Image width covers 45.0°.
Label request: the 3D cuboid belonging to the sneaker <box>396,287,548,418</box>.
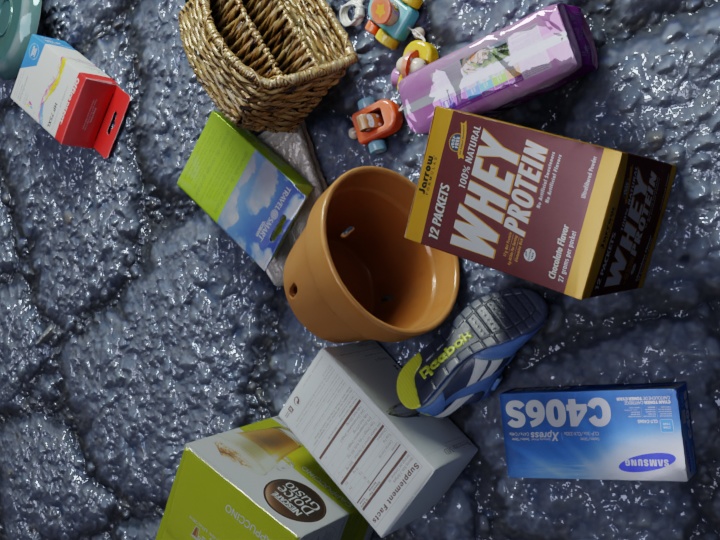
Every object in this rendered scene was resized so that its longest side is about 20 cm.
[{"bbox_3d":[0.135,0.098,1.002,0.199,0.082,0.074,-38,43,11],"label":"sneaker"}]

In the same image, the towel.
[{"bbox_3d":[-0.100,-0.096,1.169,0.132,0.034,0.203,-29,76,32],"label":"towel"}]

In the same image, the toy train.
[{"bbox_3d":[0.023,-0.255,1.068,0.148,0.055,0.204,-15,84,33],"label":"toy train"}]

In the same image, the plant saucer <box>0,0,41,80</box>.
[{"bbox_3d":[-0.588,-0.423,1.459,0.198,0.027,0.204,-11,75,47],"label":"plant saucer"}]

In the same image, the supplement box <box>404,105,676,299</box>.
[{"bbox_3d":[0.185,-0.070,0.878,0.195,0.199,0.135,21,103,31],"label":"supplement box"}]

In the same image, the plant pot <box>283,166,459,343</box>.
[{"bbox_3d":[0.000,0.000,1.024,0.139,0.198,0.203,-32,74,47],"label":"plant pot"}]

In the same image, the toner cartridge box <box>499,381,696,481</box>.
[{"bbox_3d":[0.251,0.174,0.937,0.197,0.043,0.097,-8,88,34],"label":"toner cartridge box"}]

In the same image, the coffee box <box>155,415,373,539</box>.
[{"bbox_3d":[-0.120,0.336,1.100,0.198,0.197,0.203,29,107,29],"label":"coffee box"}]

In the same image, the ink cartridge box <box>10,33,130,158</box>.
[{"bbox_3d":[-0.464,-0.277,1.387,0.199,0.067,0.117,38,110,27],"label":"ink cartridge box"}]

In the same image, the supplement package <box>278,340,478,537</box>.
[{"bbox_3d":[0.020,0.196,1.049,0.200,0.116,0.118,44,114,24],"label":"supplement package"}]

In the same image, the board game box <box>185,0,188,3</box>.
[{"bbox_3d":[-0.164,-0.381,1.208,0.198,0.023,0.107,-14,83,34],"label":"board game box"}]

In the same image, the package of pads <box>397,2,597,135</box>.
[{"bbox_3d":[0.150,-0.212,0.937,0.198,0.120,0.077,-21,92,30],"label":"package of pads"}]

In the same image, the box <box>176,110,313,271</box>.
[{"bbox_3d":[-0.150,-0.106,1.154,0.200,0.047,0.123,42,113,25],"label":"box"}]

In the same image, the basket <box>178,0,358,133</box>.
[{"bbox_3d":[-0.126,-0.295,1.079,0.149,0.142,0.202,-41,66,33],"label":"basket"}]
